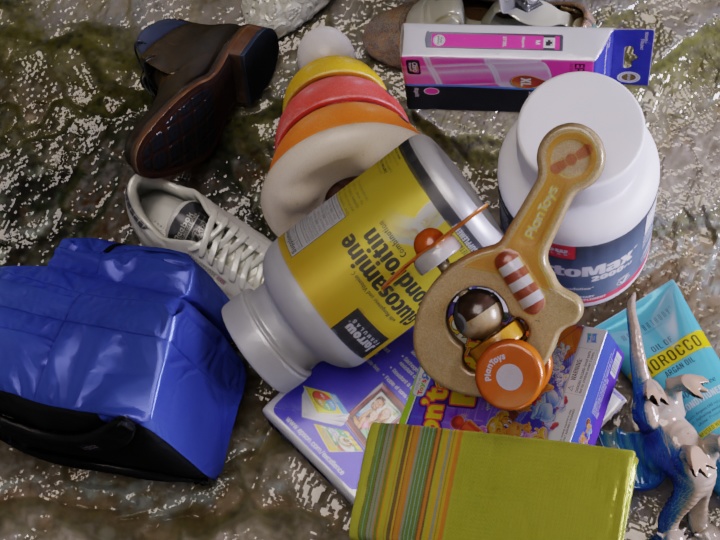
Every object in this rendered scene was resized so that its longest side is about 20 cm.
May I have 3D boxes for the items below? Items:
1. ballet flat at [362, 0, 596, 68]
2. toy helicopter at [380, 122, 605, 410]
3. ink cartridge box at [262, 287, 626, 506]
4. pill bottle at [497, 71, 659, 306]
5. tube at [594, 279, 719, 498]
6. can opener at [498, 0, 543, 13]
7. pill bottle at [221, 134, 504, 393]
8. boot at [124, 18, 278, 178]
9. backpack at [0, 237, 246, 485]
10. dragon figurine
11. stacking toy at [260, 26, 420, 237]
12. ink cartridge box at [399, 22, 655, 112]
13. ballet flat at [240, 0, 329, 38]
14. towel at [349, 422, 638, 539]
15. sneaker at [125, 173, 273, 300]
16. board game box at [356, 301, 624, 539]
[{"bbox_3d":[0.098,-0.202,1.413,0.199,0.067,0.069,1,70,7],"label":"ballet flat"},{"bbox_3d":[0.098,-0.012,1.168,0.132,0.079,0.201,28,98,9],"label":"toy helicopter"},{"bbox_3d":[0.064,0.108,1.307,0.200,0.043,0.198,-44,71,-9],"label":"ink cartridge box"},{"bbox_3d":[0.160,-0.061,1.279,0.119,0.200,0.120,-2,68,6],"label":"pill bottle"},{"bbox_3d":[0.256,0.103,1.291,0.077,0.050,0.201,-28,63,-8],"label":"tube"},{"bbox_3d":[0.166,-0.266,1.403,0.067,0.054,0.200,31,46,32],"label":"can opener"},{"bbox_3d":[0.000,0.000,1.265,0.200,0.112,0.112,-37,68,9],"label":"pill bottle"},{"bbox_3d":[-0.155,-0.143,1.398,0.096,0.075,0.200,17,41,23],"label":"boot"},{"bbox_3d":[-0.200,0.066,1.296,0.199,0.163,0.169,5,63,21],"label":"backpack"},{"bbox_3d":[0.214,0.123,1.251,0.059,0.100,0.201,-18,68,-34],"label":"dragon figurine"},{"bbox_3d":[-0.019,-0.124,1.378,0.145,0.146,0.201,-13,53,1],"label":"stacking toy"},{"bbox_3d":[0.132,-0.160,1.378,0.199,0.095,0.037,0,69,6],"label":"ink cartridge box"},{"bbox_3d":[-0.029,-0.279,1.460,0.200,0.072,0.072,-43,70,-10],"label":"ballet flat"},{"bbox_3d":[0.088,0.155,1.179,0.199,0.018,0.087,3,71,28],"label":"towel"},{"bbox_3d":[-0.103,-0.008,1.353,0.199,0.081,0.077,30,73,15],"label":"sneaker"},{"bbox_3d":[0.092,0.130,1.227,0.134,0.045,0.201,10,69,31],"label":"board game box"}]
